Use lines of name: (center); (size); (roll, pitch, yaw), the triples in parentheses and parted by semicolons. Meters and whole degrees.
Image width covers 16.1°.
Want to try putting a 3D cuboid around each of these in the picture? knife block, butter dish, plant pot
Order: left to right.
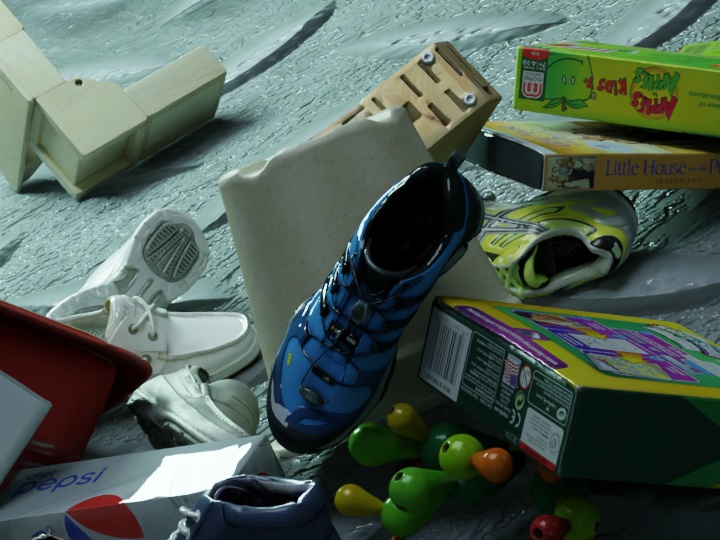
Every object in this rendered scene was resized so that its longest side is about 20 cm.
butter dish: (-0.273, 0.110, 1.757); (0.200, 0.199, 0.148); (-33, 41, 54)
plant pot: (0.000, 0.000, 1.653); (0.200, 0.184, 0.200); (-22, 3, 1)
knife block: (0.014, -0.056, 1.869); (0.200, 0.064, 0.176); (-39, -21, -9)

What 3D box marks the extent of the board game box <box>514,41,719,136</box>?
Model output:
board game box: (0.224, -0.132, 1.857); (0.199, 0.048, 0.101); (10, 12, 30)

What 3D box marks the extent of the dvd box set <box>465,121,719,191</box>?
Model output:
dvd box set: (0.187, -0.085, 1.851); (0.199, 0.030, 0.146); (-1, 12, -23)

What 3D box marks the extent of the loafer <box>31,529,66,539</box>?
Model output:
loafer: (-0.137, 0.207, 1.473); (0.200, 0.071, 0.073); (15, 60, 42)

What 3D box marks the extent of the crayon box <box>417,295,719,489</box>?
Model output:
crayon box: (0.152, 0.072, 1.473); (0.172, 0.059, 0.200); (7, 11, -23)

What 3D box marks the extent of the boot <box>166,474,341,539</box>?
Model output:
boot: (-0.090, 0.166, 1.533); (0.199, 0.091, 0.073); (-4, 24, 34)

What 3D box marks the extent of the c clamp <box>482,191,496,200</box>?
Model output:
c clamp: (0.016, -0.047, 2.054); (0.170, 0.027, 0.200); (-27, 23, 1)

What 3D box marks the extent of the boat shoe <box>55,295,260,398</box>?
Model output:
boat shoe: (-0.174, 0.053, 1.885); (0.199, 0.070, 0.071); (-10, 31, -6)

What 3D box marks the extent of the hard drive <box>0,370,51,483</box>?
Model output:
hard drive: (-0.311, 0.135, 1.658); (0.200, 0.132, 0.027); (-57, 3, -2)

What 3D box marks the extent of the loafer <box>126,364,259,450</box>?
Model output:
loafer: (-0.100, 0.103, 1.735); (0.070, 0.070, 0.200); (-36, 23, -13)

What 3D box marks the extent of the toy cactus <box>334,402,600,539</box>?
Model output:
toy cactus: (0.087, 0.125, 1.505); (0.165, 0.103, 0.200); (-14, 10, -39)

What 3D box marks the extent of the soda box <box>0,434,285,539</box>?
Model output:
soda box: (-0.145, 0.160, 1.646); (0.199, 0.064, 0.068); (-10, 25, 29)

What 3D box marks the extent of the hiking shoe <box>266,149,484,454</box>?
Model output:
hiking shoe: (0.000, 0.016, 1.523); (0.200, 0.074, 0.087); (-60, -13, -7)

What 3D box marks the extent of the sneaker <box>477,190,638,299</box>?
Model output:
sneaker: (0.097, -0.012, 1.815); (0.199, 0.076, 0.076); (-17, 20, 16)

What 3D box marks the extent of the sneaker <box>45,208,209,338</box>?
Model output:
sneaker: (-0.200, 0.041, 2.000); (0.200, 0.078, 0.099); (-46, 6, -34)

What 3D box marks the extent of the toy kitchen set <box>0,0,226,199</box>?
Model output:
toy kitchen set: (-0.271, -0.176, 2.465); (0.180, 0.200, 0.163); (-33, -18, -27)

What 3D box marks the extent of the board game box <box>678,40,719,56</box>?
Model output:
board game box: (0.323, -0.144, 1.952); (0.199, 0.048, 0.102); (-6, 27, 36)
